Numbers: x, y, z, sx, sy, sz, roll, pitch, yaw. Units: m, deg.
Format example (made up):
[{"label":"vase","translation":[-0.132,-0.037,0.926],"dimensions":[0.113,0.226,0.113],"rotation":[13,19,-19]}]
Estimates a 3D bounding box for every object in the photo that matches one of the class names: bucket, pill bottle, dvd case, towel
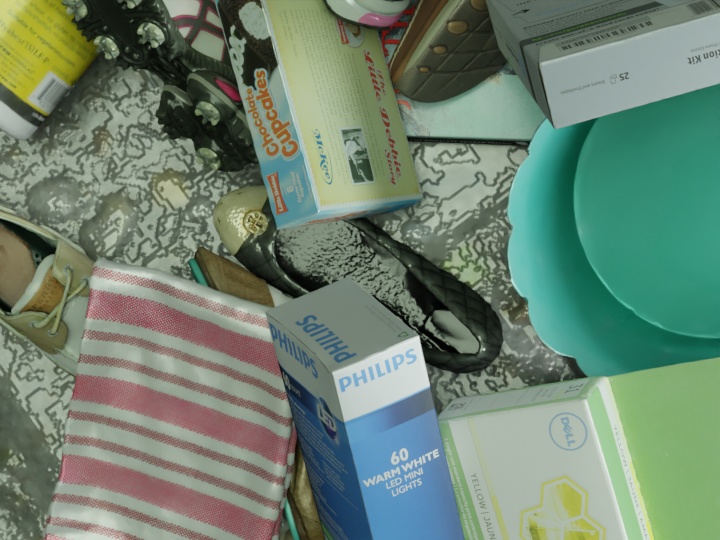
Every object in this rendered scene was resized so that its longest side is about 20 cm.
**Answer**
[{"label":"bucket","translation":[0.194,-0.033,1.361],"dimensions":[0.206,0.135,0.209],"rotation":[3,100,15]},{"label":"pill bottle","translation":[-0.186,-0.189,1.434],"dimensions":[0.111,0.111,0.200],"rotation":[40,90,5]},{"label":"dvd case","translation":[0.029,-0.154,1.460],"dimensions":[0.198,0.022,0.147],"rotation":[3,87,6]},{"label":"towel","translation":[-0.111,0.105,1.405],"dimensions":[0.145,0.030,0.202],"rotation":[15,105,10]}]

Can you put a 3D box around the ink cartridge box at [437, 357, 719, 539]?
[{"label":"ink cartridge box","translation":[0.152,0.131,1.318],"dimensions":[0.199,0.048,0.147],"rotation":[-11,103,29]}]

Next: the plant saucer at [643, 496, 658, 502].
[{"label":"plant saucer","translation":[0.150,0.216,1.394],"dimensions":[0.199,0.029,0.202],"rotation":[6,110,18]}]

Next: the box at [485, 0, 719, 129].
[{"label":"box","translation":[0.159,-0.139,1.292],"dimensions":[0.155,0.200,0.041],"rotation":[-16,109,-1]}]

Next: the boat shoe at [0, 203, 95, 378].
[{"label":"boat shoe","translation":[-0.193,0.016,1.445],"dimensions":[0.199,0.068,0.075],"rotation":[30,90,5]}]

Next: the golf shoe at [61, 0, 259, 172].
[{"label":"golf shoe","translation":[-0.110,-0.152,1.393],"dimensions":[0.200,0.077,0.088],"rotation":[53,54,-30]}]

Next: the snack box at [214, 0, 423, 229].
[{"label":"snack box","translation":[-0.031,-0.129,1.395],"dimensions":[0.037,0.116,0.202],"rotation":[-18,85,34]}]

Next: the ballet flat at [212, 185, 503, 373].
[{"label":"ballet flat","translation":[0.000,0.000,1.436],"dimensions":[0.199,0.057,0.067],"rotation":[26,89,5]}]

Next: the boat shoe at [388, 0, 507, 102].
[{"label":"boat shoe","translation":[0.080,-0.193,1.419],"dimensions":[0.200,0.076,0.072],"rotation":[-53,51,9]}]

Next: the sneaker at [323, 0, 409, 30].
[{"label":"sneaker","translation":[0.025,-0.247,1.404],"dimensions":[0.080,0.086,0.201],"rotation":[11,62,-32]}]

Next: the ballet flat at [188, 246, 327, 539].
[{"label":"ballet flat","translation":[-0.039,0.071,1.433],"dimensions":[0.072,0.068,0.201],"rotation":[-21,88,-2]}]

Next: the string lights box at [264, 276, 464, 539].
[{"label":"string lights box","translation":[0.009,0.117,1.352],"dimensions":[0.059,0.103,0.201],"rotation":[-21,117,-16]}]
